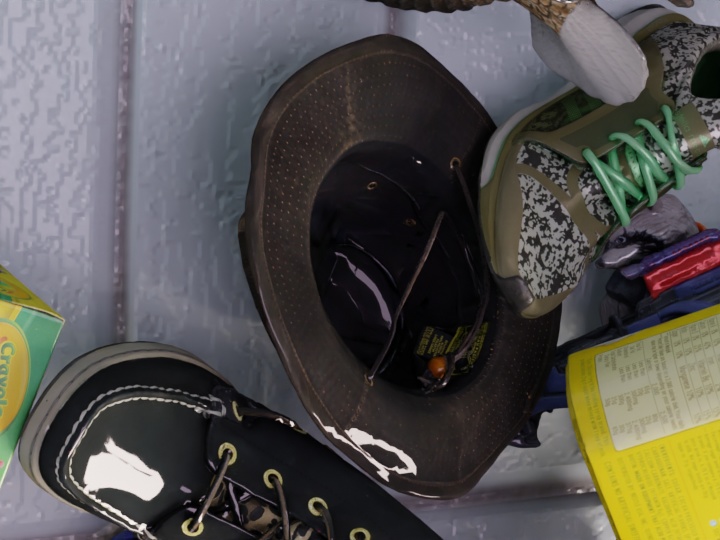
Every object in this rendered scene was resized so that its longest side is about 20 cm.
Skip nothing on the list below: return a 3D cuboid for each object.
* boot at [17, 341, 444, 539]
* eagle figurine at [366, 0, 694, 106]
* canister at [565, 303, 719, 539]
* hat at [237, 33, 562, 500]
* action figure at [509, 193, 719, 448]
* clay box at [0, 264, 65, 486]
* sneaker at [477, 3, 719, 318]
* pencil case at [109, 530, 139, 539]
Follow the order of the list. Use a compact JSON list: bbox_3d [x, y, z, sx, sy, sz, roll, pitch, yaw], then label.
[{"bbox_3d":[-0.025,0.103,0.735,0.074,0.153,0.203,-58,145,0],"label":"boot"},{"bbox_3d":[0.044,-0.157,0.765,0.198,0.152,0.152,-6,141,-30],"label":"eagle figurine"},{"bbox_3d":[0.203,0.071,0.808,0.198,0.087,0.150,-19,111,13],"label":"canister"},{"bbox_3d":[0.000,0.000,0.814,0.199,0.080,0.203,6,81,-46],"label":"hat"},{"bbox_3d":[0.142,0.056,0.912,0.198,0.105,0.196,-15,102,-7],"label":"action figure"},{"bbox_3d":[-0.175,0.067,0.734,0.047,0.115,0.202,21,94,-29],"label":"clay box"},{"bbox_3d":[0.123,-0.058,0.832,0.077,0.088,0.200,55,53,-23],"label":"sneaker"},{"bbox_3d":[-0.046,0.184,0.848,0.200,0.078,0.087,39,70,-28],"label":"pencil case"}]
